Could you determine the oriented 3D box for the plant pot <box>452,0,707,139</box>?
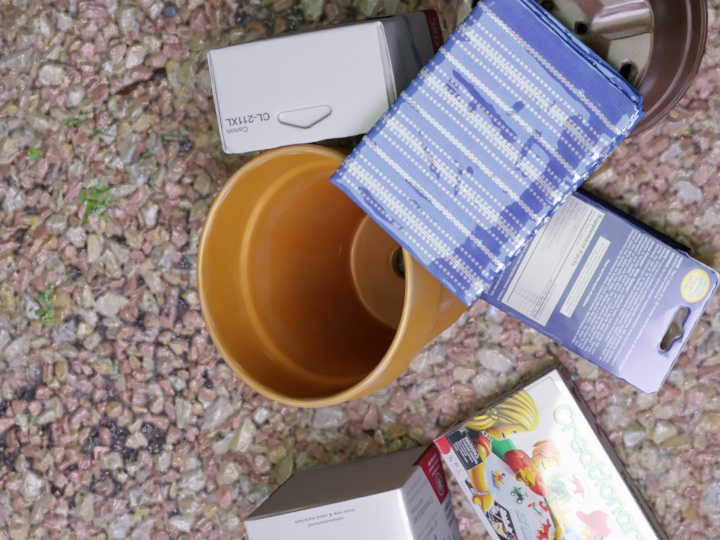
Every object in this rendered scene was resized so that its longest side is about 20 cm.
[{"bbox_3d":[0.162,-0.187,1.502,0.198,0.198,0.202,2,99,13],"label":"plant pot"}]

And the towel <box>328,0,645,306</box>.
[{"bbox_3d":[0.092,-0.092,1.411,0.145,0.024,0.200,42,101,5],"label":"towel"}]

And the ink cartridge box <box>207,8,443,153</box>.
[{"bbox_3d":[-0.020,-0.153,1.552,0.144,0.200,0.084,-8,98,15],"label":"ink cartridge box"}]

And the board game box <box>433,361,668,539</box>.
[{"bbox_3d":[0.166,0.195,1.650,0.126,0.035,0.201,-32,90,17],"label":"board game box"}]

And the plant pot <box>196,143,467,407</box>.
[{"bbox_3d":[0.000,0.000,1.568,0.199,0.183,0.202,2,94,31],"label":"plant pot"}]

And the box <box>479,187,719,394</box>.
[{"bbox_3d":[0.186,0.004,1.613,0.199,0.032,0.122,31,106,10],"label":"box"}]

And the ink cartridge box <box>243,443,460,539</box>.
[{"bbox_3d":[0.010,0.272,1.645,0.143,0.145,0.202,-13,97,16],"label":"ink cartridge box"}]
